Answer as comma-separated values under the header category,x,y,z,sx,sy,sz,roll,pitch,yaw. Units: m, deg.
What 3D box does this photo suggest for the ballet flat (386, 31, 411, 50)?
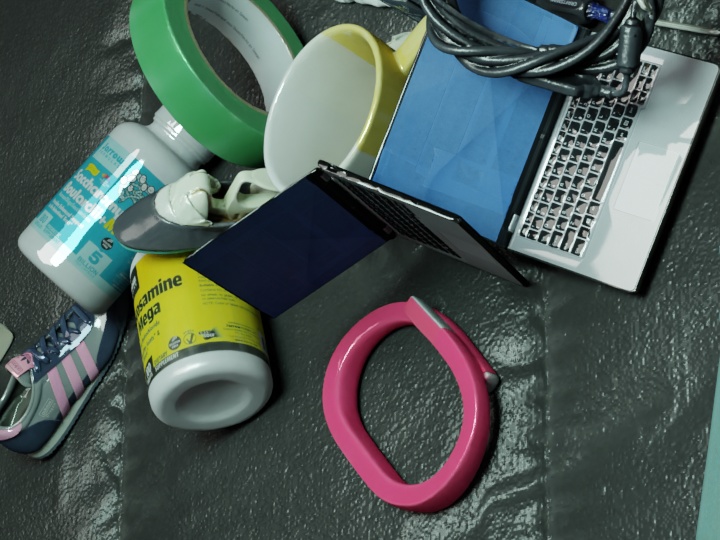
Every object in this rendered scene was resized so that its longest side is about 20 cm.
category,x,y,z,sx,sy,sz,roll,pitch,yaw
ballet flat,0.030,-0.158,1.782,0.200,0.073,0.073,-45,47,22

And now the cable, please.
category,x,y,z,sx,sy,sz,roll,pitch,yaw
cable,0.130,-0.221,1.527,0.199,0.051,0.164,20,113,18

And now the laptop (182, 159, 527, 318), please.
category,x,y,z,sx,sy,sz,roll,pitch,yaw
laptop,0.000,0.000,1.605,0.199,0.187,0.117,23,84,25

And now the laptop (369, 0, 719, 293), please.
category,x,y,z,sx,sy,sz,roll,pitch,yaw
laptop,0.143,-0.109,1.577,0.199,0.116,0.189,21,89,37

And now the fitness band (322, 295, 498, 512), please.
category,x,y,z,sx,sy,sz,roll,pitch,yaw
fitness band,0.041,0.109,1.683,0.144,0.037,0.200,-56,42,16

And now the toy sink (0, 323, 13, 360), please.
category,x,y,z,sx,sy,sz,roll,pitch,yaw
toy sink,-0.481,0.102,2.145,0.201,0.130,0.112,-58,43,11

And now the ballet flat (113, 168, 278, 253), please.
category,x,y,z,sx,sy,sz,roll,pitch,yaw
ballet flat,-0.119,-0.060,1.797,0.073,0.198,0.074,177,90,-83

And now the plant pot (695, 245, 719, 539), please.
category,x,y,z,sx,sy,sz,roll,pitch,yaw
plant pot,0.307,0.100,1.311,0.199,0.199,0.198,14,91,47

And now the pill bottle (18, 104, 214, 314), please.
category,x,y,z,sx,sy,sz,roll,pitch,yaw
pill bottle,-0.227,-0.064,1.954,0.200,0.111,0.111,-49,43,-4

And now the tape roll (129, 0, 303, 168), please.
category,x,y,z,sx,sy,sz,roll,pitch,yaw
tape roll,-0.121,-0.190,1.850,0.048,0.200,0.202,-34,51,30

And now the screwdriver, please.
category,x,y,z,sx,sy,sz,roll,pitch,yaw
screwdriver,0.212,-0.202,1.641,0.029,0.028,0.200,-42,36,-16

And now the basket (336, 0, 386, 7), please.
category,x,y,z,sx,sy,sz,roll,pitch,yaw
basket,-0.003,-0.343,1.804,0.199,0.198,0.162,16,80,48

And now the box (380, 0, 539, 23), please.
category,x,y,z,sx,sy,sz,roll,pitch,yaw
box,0.107,-0.288,1.693,0.051,0.157,0.202,17,85,48

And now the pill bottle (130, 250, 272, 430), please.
category,x,y,z,sx,sy,sz,roll,pitch,yaw
pill bottle,-0.149,0.034,1.848,0.112,0.112,0.201,-36,50,29

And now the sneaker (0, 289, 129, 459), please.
category,x,y,z,sx,sy,sz,roll,pitch,yaw
sneaker,-0.300,0.089,2.000,0.070,0.082,0.201,30,93,46

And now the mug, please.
category,x,y,z,sx,sy,sz,roll,pitch,yaw
mug,0.034,-0.110,1.683,0.186,0.152,0.151,-16,59,48
